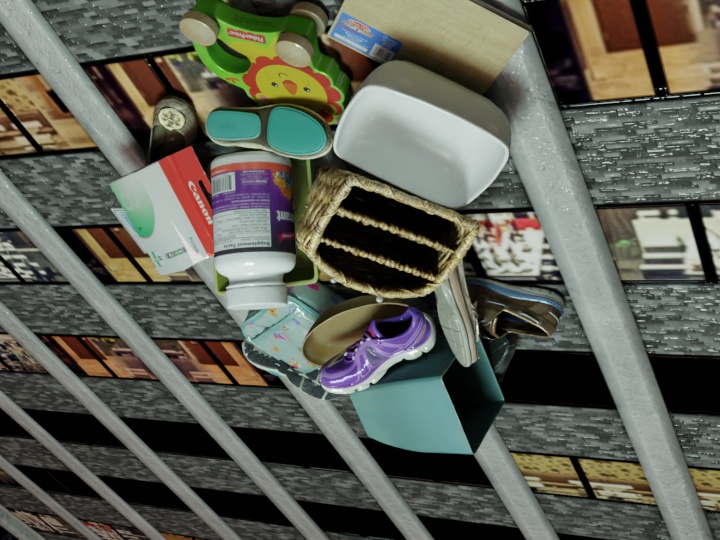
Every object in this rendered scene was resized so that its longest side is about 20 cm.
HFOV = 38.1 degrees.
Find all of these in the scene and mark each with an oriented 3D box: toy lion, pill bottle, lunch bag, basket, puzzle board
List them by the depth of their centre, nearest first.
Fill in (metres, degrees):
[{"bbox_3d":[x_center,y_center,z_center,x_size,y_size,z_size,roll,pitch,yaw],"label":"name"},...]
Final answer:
[{"bbox_3d":[0.075,-0.276,1.198,0.199,0.017,0.151,25,147,-9],"label":"puzzle board"},{"bbox_3d":[-0.111,-0.257,1.308,0.199,0.069,0.192,15,154,11],"label":"toy lion"},{"bbox_3d":[0.027,-0.037,1.361,0.199,0.144,0.149,20,-177,-21],"label":"basket"},{"bbox_3d":[-0.143,-0.051,1.403,0.110,0.202,0.111,-3,174,0],"label":"pill bottle"},{"bbox_3d":[-0.108,0.091,1.771,0.160,0.077,0.200,32,143,-17],"label":"lunch bag"}]

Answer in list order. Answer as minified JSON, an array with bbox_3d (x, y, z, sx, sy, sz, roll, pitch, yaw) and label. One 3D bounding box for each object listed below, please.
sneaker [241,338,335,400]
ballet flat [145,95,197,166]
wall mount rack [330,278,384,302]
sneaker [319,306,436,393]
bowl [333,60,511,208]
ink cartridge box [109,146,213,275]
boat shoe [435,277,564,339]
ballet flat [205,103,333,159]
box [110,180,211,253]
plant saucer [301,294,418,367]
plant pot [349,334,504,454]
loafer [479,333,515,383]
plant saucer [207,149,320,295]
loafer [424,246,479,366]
[{"bbox_3d":[-0.126,0.173,1.925,0.199,0.078,0.080,29,166,-2],"label":"sneaker"},{"bbox_3d":[-0.282,-0.182,1.517,0.067,0.047,0.200,28,147,-6],"label":"ballet flat"},{"bbox_3d":[0.000,0.000,1.532,0.199,0.075,0.174,12,180,15],"label":"wall mount rack"},{"bbox_3d":[0.016,0.113,1.597,0.199,0.081,0.084,-32,134,9],"label":"sneaker"},{"bbox_3d":[0.078,-0.174,1.274,0.199,0.075,0.200,23,157,-7],"label":"bowl"},{"bbox_3d":[-0.269,-0.081,1.509,0.199,0.050,0.162,-9,111,55],"label":"ink cartridge box"},{"bbox_3d":[0.199,0.060,1.556,0.199,0.073,0.072,3,143,27],"label":"boat shoe"},{"bbox_3d":[-0.111,-0.185,1.359,0.199,0.068,0.062,13,-171,27],"label":"ballet flat"},{"bbox_3d":[-0.278,-0.082,1.642,0.199,0.060,0.117,3,142,27],"label":"box"},{"bbox_3d":[0.000,0.090,1.639,0.199,0.036,0.201,-12,150,-7],"label":"plant saucer"},{"bbox_3d":[0.094,0.195,1.641,0.199,0.141,0.142,-9,114,34],"label":"plant pot"},{"bbox_3d":[0.206,0.158,1.712,0.072,0.073,0.200,-7,151,-30],"label":"loafer"},{"bbox_3d":[-0.129,-0.072,1.496,0.199,0.201,0.048,-7,175,37],"label":"plant saucer"},{"bbox_3d":[0.144,0.041,1.507,0.072,0.063,0.201,26,139,66],"label":"loafer"}]
